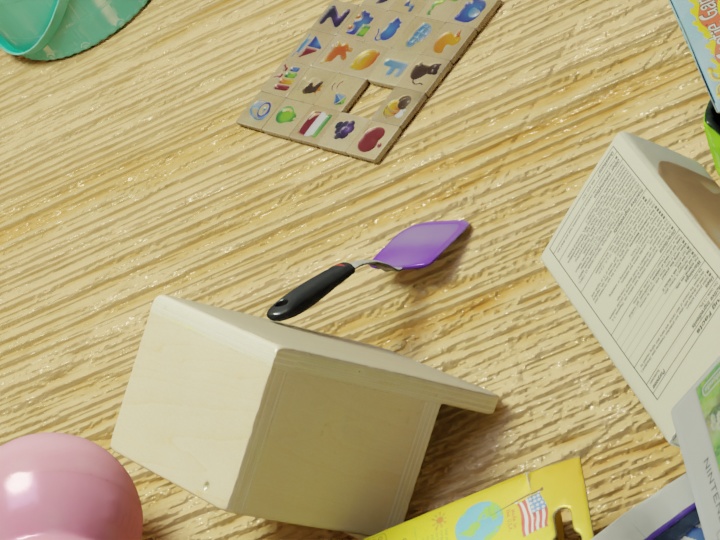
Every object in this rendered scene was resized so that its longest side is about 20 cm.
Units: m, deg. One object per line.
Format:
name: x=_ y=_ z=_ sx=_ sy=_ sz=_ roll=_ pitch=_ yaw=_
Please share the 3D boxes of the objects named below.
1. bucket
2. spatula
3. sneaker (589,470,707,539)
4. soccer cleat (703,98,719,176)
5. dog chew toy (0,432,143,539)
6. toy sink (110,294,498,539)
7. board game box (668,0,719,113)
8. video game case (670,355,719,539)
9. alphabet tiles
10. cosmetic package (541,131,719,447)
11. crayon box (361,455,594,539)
bucket: x=-0.271 y=-0.291 z=2.057 sx=0.206 sy=0.135 sz=0.208 roll=-22 pitch=40 yaw=19
spatula: x=0.000 y=0.000 z=1.579 sx=0.056 sy=0.021 sz=0.199 roll=-1 pitch=14 yaw=37
sneaker: x=0.187 y=0.193 z=1.279 sx=0.081 sy=0.147 sz=0.200 roll=-41 pitch=-12 yaw=37
soccer cleat: x=0.304 y=-0.084 z=1.448 sx=0.199 sy=0.081 sz=0.068 roll=-6 pitch=48 yaw=33
dog chew toy: x=-0.200 y=0.206 z=1.526 sx=0.124 sy=0.125 sz=0.201 roll=-22 pitch=49 yaw=18
toy sink: x=-0.034 y=0.100 z=1.484 sx=0.130 sy=0.199 sz=0.113 roll=21 pitch=95 yaw=47
board game box: x=0.249 y=-0.184 z=1.502 sx=0.102 sy=0.105 sz=0.200 roll=-23 pitch=12 yaw=11
video game case: x=0.231 y=0.090 z=1.185 sx=0.200 sy=0.022 sz=0.183 roll=-55 pitch=35 yaw=43
alphabet tiles: x=0.014 y=-0.173 z=1.822 sx=0.167 sy=0.008 sz=0.200 roll=18 pitch=63 yaw=47
cosmetic package: x=0.195 y=0.015 z=1.415 sx=0.106 sy=0.071 sz=0.200 roll=-58 pitch=34 yaw=22
crayon box: x=0.056 y=0.201 z=1.380 sx=0.199 sy=0.051 sz=0.128 roll=-24 pitch=41 yaw=18
